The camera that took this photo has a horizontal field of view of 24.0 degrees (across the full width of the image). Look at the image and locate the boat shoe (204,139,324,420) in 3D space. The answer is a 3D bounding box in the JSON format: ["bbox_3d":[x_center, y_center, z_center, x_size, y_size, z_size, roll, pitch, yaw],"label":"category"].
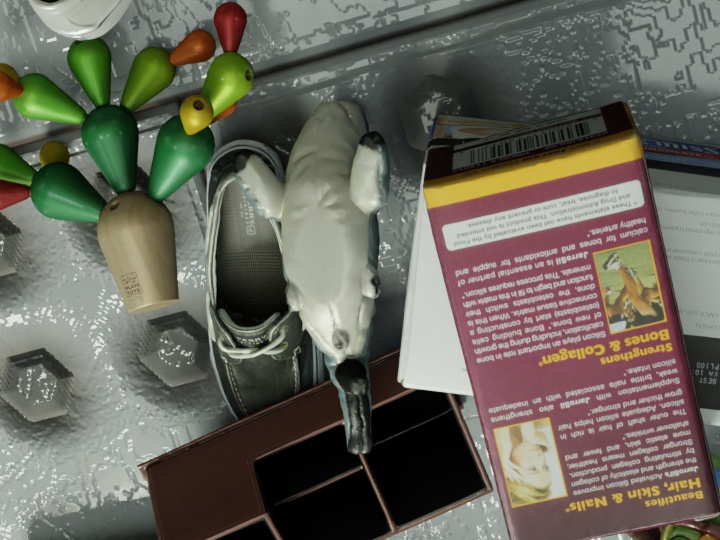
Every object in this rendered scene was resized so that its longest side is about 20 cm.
[{"bbox_3d":[-0.067,0.024,1.030,0.071,0.071,0.202,-7,109,8],"label":"boat shoe"}]

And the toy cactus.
[{"bbox_3d":[-0.140,-0.060,0.982,0.198,0.102,0.167,-17,84,14],"label":"toy cactus"}]

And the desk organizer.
[{"bbox_3d":[-0.026,0.126,1.027,0.198,0.077,0.072,-24,132,2],"label":"desk organizer"}]

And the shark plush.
[{"bbox_3d":[0.000,0.000,0.979,0.090,0.083,0.202,-18,86,15],"label":"shark plush"}]

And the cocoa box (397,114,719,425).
[{"bbox_3d":[0.128,-0.004,0.968,0.197,0.131,0.135,7,108,3],"label":"cocoa box"}]

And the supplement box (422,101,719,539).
[{"bbox_3d":[0.108,0.029,0.865,0.109,0.086,0.202,-13,105,8],"label":"supplement box"}]

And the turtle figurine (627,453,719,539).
[{"bbox_3d":[0.250,0.214,1.025,0.197,0.144,0.196,2,113,9],"label":"turtle figurine"}]

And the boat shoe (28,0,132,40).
[{"bbox_3d":[-0.121,-0.221,0.929,0.073,0.065,0.202,23,89,6],"label":"boat shoe"}]
